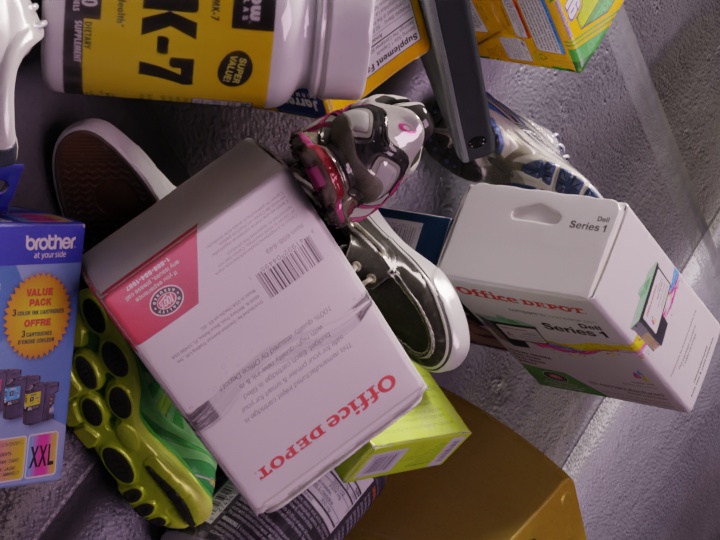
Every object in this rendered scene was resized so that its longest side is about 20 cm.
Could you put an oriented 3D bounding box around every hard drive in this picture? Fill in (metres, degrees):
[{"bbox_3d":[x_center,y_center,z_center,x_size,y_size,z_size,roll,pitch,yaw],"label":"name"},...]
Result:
[{"bbox_3d":[0.057,-0.194,1.324,0.033,0.140,0.200,-18,146,0],"label":"hard drive"}]

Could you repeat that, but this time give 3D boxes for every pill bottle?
[{"bbox_3d":[-0.095,-0.161,1.115,0.114,0.199,0.115,-177,-90,-84],"label":"pill bottle"},{"bbox_3d":[-0.051,0.167,1.344,0.200,0.106,0.106,-47,132,-32],"label":"pill bottle"}]

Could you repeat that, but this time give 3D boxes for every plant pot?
[{"bbox_3d":[0.079,0.238,1.465,0.200,0.176,0.201,-41,129,-36],"label":"plant pot"}]

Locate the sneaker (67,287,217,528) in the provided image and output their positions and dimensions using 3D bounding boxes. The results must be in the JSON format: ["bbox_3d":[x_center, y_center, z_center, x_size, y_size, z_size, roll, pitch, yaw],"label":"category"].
[{"bbox_3d":[-0.157,0.089,1.237,0.084,0.074,0.200,-72,146,-51],"label":"sneaker"}]

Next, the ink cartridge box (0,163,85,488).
[{"bbox_3d":[-0.247,0.032,1.096,0.136,0.076,0.201,-3,101,-50],"label":"ink cartridge box"}]

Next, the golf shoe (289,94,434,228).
[{"bbox_3d":[0.005,-0.074,1.156,0.092,0.200,0.073,-27,97,-2],"label":"golf shoe"}]

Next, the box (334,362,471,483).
[{"bbox_3d":[-0.017,0.060,1.323,0.122,0.200,0.048,-2,140,-51],"label":"box"}]

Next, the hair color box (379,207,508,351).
[{"bbox_3d":[0.080,0.012,1.463,0.200,0.100,0.061,29,76,-50],"label":"hair color box"}]

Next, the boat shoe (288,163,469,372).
[{"bbox_3d":[0.000,0.000,1.315,0.064,0.200,0.071,-16,149,-47],"label":"boat shoe"}]

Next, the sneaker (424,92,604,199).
[{"bbox_3d":[0.148,-0.083,1.473,0.077,0.200,0.085,-51,172,34],"label":"sneaker"}]

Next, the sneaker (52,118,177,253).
[{"bbox_3d":[-0.144,-0.034,1.224,0.085,0.073,0.200,-80,148,-50],"label":"sneaker"}]

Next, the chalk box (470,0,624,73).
[{"bbox_3d":[0.157,-0.280,1.456,0.200,0.123,0.125,-58,140,-22],"label":"chalk box"}]

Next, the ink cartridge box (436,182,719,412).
[{"bbox_3d":[0.170,0.023,1.380,0.200,0.144,0.084,44,63,-47],"label":"ink cartridge box"}]

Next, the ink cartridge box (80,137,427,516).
[{"bbox_3d":[-0.068,0.038,1.166,0.145,0.085,0.200,-36,118,-7],"label":"ink cartridge box"}]

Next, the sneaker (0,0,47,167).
[{"bbox_3d":[-0.222,-0.154,1.049,0.071,0.073,0.201,11,79,-26],"label":"sneaker"}]

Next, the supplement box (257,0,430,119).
[{"bbox_3d":[-0.047,-0.220,1.233,0.109,0.109,0.201,-39,126,-33],"label":"supplement box"}]
